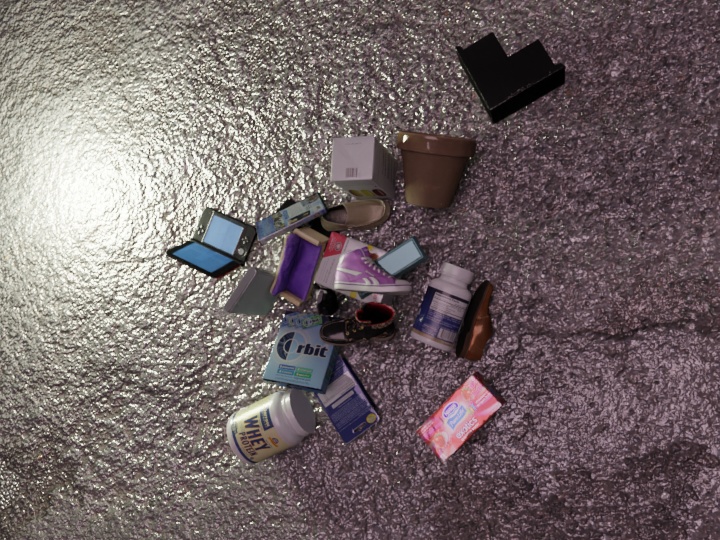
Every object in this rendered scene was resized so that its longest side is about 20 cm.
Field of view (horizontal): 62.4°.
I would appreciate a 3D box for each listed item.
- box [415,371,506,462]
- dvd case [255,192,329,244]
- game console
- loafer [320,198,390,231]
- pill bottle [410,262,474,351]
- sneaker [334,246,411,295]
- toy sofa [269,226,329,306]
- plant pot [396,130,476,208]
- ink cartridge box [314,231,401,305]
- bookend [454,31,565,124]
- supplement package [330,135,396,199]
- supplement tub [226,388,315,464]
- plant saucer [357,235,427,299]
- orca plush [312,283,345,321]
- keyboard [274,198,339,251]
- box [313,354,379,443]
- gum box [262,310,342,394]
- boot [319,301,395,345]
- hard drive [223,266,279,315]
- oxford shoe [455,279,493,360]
[{"bbox_3d":[0.242,0.349,1.426,0.200,0.095,0.103,-47,71,9],"label":"box"},{"bbox_3d":[-0.188,-0.143,1.604,0.199,0.143,0.018,-27,116,-1],"label":"dvd case"},{"bbox_3d":[-0.426,-0.084,1.704,0.199,0.119,0.174,23,92,20],"label":"game console"},{"bbox_3d":[-0.018,-0.147,1.590,0.198,0.068,0.076,-12,80,14],"label":"loafer"},{"bbox_3d":[0.207,0.087,1.462,0.110,0.111,0.201,21,90,20],"label":"pill bottle"},{"bbox_3d":[0.032,-0.001,1.451,0.199,0.073,0.115,6,83,18],"label":"sneaker"},{"bbox_3d":[-0.162,-0.008,1.578,0.082,0.097,0.201,28,116,19],"label":"toy sofa"},{"bbox_3d":[0.180,-0.252,1.490,0.199,0.200,0.176,13,107,20],"label":"plant pot"},{"bbox_3d":[0.000,0.000,1.561,0.199,0.083,0.146,21,91,20],"label":"ink cartridge box"},{"bbox_3d":[0.372,-0.513,1.487,0.198,0.092,0.201,-29,74,12],"label":"bookend"},{"bbox_3d":[0.013,-0.258,1.525,0.113,0.200,0.111,1,83,20],"label":"supplement package"},{"bbox_3d":[-0.233,0.406,1.561,0.199,0.145,0.146,-28,75,14],"label":"supplement tub"},{"bbox_3d":[0.067,-0.008,1.485,0.199,0.019,0.070,-32,75,13],"label":"plant saucer"},{"bbox_3d":[-0.077,0.067,1.528,0.071,0.200,0.106,-23,78,1],"label":"orca plush"},{"bbox_3d":[-0.159,-0.113,1.666,0.199,0.040,0.104,35,72,21],"label":"keyboard"},{"bbox_3d":[-0.043,0.337,1.562,0.121,0.032,0.201,-38,71,12],"label":"box"},{"bbox_3d":[-0.146,0.213,1.568,0.168,0.045,0.201,5,61,20],"label":"gum box"},{"bbox_3d":[-0.006,0.134,1.483,0.198,0.151,0.074,0,67,-2],"label":"boot"},{"bbox_3d":[-0.272,0.059,1.588,0.026,0.200,0.132,37,96,18],"label":"hard drive"},{"bbox_3d":[0.296,0.124,1.461,0.071,0.071,0.202,17,89,-7],"label":"oxford shoe"}]
